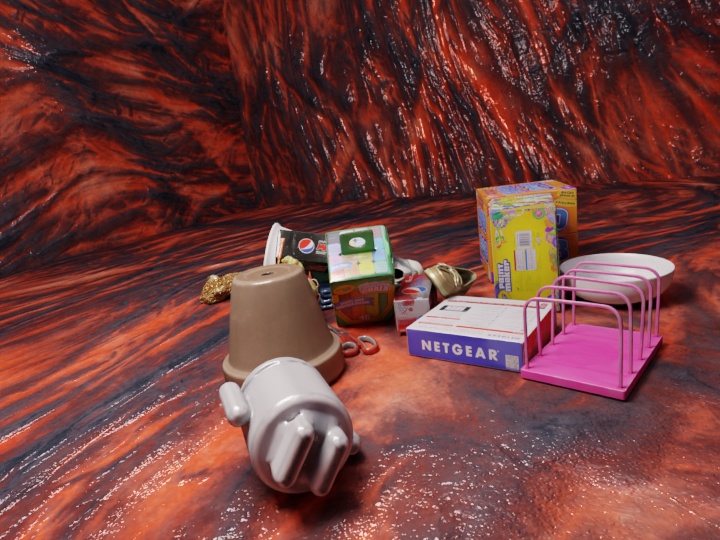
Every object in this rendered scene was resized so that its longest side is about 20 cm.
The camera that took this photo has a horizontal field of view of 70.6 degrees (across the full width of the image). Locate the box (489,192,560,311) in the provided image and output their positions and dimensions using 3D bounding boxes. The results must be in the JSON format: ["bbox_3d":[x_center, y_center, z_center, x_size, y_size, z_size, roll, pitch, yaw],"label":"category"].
[{"bbox_3d":[0.335,-0.041,1.034,0.121,0.202,0.193,-3,14,19],"label":"box"}]

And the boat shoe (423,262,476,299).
[{"bbox_3d":[0.186,0.016,1.025,0.063,0.073,0.200,-42,-25,15],"label":"boat shoe"}]

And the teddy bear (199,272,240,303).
[{"bbox_3d":[-0.346,0.030,1.381,0.199,0.067,0.144,-16,14,-34],"label":"teddy bear"}]

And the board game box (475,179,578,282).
[{"bbox_3d":[0.398,-0.100,1.239,0.198,0.202,0.200,-5,14,8],"label":"board game box"}]

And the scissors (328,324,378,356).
[{"bbox_3d":[-0.023,0.122,0.963,0.072,0.014,0.200,-13,14,-12],"label":"scissors"}]

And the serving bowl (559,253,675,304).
[{"bbox_3d":[0.491,0.022,0.982,0.198,0.066,0.200,-7,13,2],"label":"serving bowl"}]

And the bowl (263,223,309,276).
[{"bbox_3d":[-0.171,-0.008,1.220,0.089,0.203,0.201,8,14,0],"label":"bowl"}]

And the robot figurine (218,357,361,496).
[{"bbox_3d":[-0.079,0.170,0.583,0.169,0.114,0.200,28,0,-23],"label":"robot figurine"}]

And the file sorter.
[{"bbox_3d":[0.337,0.072,0.735,0.138,0.127,0.199,6,19,42],"label":"file sorter"}]

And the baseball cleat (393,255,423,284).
[{"bbox_3d":[0.065,-0.005,1.262,0.106,0.070,0.199,-5,4,-34],"label":"baseball cleat"}]

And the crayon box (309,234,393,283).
[{"bbox_3d":[-0.021,-0.031,1.232,0.198,0.059,0.119,-14,13,5],"label":"crayon box"}]

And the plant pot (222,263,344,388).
[{"bbox_3d":[-0.132,0.086,0.818,0.198,0.176,0.200,-7,14,2],"label":"plant pot"}]

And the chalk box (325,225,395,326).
[{"bbox_3d":[0.000,0.000,0.986,0.123,0.201,0.125,-7,54,0],"label":"chalk box"}]

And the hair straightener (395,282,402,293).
[{"bbox_3d":[0.058,0.059,1.136,0.199,0.041,0.077,-22,19,-33],"label":"hair straightener"}]

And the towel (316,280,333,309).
[{"bbox_3d":[-0.055,0.039,1.232,0.111,0.049,0.200,-11,13,-7],"label":"towel"}]

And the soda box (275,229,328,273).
[{"bbox_3d":[-0.085,-0.037,1.115,0.198,0.071,0.063,6,-22,-8],"label":"soda box"}]

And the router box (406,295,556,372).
[{"bbox_3d":[0.205,0.098,0.859,0.199,0.049,0.179,3,17,36],"label":"router box"}]

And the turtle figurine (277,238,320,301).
[{"bbox_3d":[-0.116,0.037,1.045,0.064,0.202,0.161,-18,-9,-3],"label":"turtle figurine"}]

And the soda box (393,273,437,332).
[{"bbox_3d":[0.113,0.060,1.017,0.069,0.064,0.200,-5,12,13],"label":"soda box"}]
